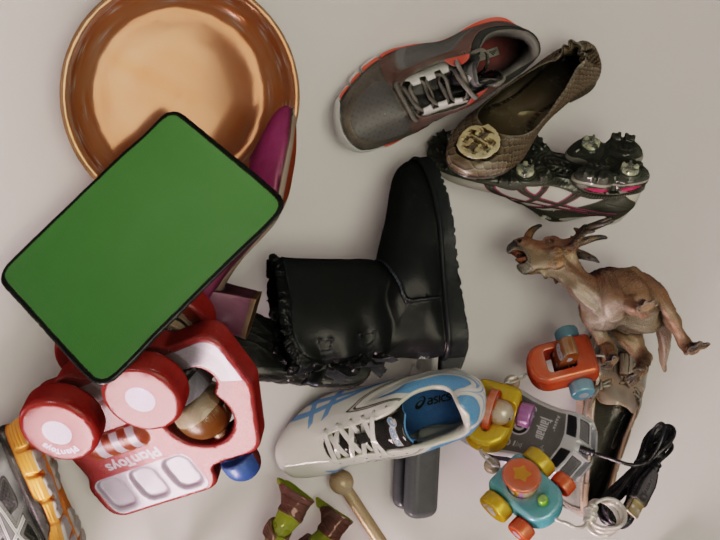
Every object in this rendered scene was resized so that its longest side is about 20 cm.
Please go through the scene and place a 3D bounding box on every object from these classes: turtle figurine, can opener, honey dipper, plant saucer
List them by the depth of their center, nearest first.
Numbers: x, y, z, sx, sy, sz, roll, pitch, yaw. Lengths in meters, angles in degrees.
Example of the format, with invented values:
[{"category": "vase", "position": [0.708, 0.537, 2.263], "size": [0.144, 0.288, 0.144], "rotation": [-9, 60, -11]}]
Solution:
[{"category": "plant saucer", "position": [-0.151, -0.145, 1.135], "size": [0.200, 0.037, 0.201], "rotation": [-3, 99, -18]}, {"category": "turtle figurine", "position": [-0.087, 0.268, 1.203], "size": [0.200, 0.064, 0.161], "rotation": [32, 87, -20]}, {"category": "can opener", "position": [0.064, 0.125, 1.239], "size": [0.066, 0.053, 0.200], "rotation": [4, 97, -20]}, {"category": "honey dipper", "position": [0.030, 0.265, 1.259], "size": [0.038, 0.038, 0.200], "rotation": [-33, 105, -11]}]

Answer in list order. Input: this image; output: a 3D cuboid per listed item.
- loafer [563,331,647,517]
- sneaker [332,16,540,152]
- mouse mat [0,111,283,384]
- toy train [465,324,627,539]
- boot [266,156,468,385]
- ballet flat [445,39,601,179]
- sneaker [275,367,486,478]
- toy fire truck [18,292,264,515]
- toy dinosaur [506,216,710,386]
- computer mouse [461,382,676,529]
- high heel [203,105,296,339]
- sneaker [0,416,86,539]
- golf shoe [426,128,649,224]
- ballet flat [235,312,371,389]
[{"category": "loafer", "position": [0.237, 0.138, 1.294], "size": [0.072, 0.063, 0.200], "rotation": [14, 93, -21]}, {"category": "sneaker", "position": [0.068, -0.167, 1.181], "size": [0.200, 0.082, 0.077], "rotation": [-31, 107, -12]}, {"category": "mouse mat", "position": [-0.172, -0.023, 1.057], "size": [0.200, 0.161, 0.008], "rotation": [-44, 146, -8]}, {"category": "toy train", "position": [0.165, 0.138, 1.206], "size": [0.150, 0.056, 0.200], "rotation": [-9, 59, 4]}, {"category": "boot", "position": [0.000, 0.000, 1.167], "size": [0.162, 0.073, 0.199], "rotation": [-5, 75, -13]}, {"category": "ballet flat", "position": [0.147, -0.147, 1.196], "size": [0.067, 0.046, 0.200], "rotation": [39, 58, 22]}, {"category": "sneaker", "position": [0.013, 0.135, 1.185], "size": [0.200, 0.072, 0.072], "rotation": [-20, 95, 15]}, {"category": "toy fire truck", "position": [-0.164, 0.115, 1.105], "size": [0.200, 0.112, 0.168], "rotation": [-20, 121, 23]}, {"category": "toy dinosaur", "position": [0.236, 0.021, 1.238], "size": [0.086, 0.136, 0.200], "rotation": [-41, 137, 24]}, {"category": "computer mouse", "position": [0.179, 0.159, 1.250], "size": [0.200, 0.044, 0.110], "rotation": [20, 68, 19]}, {"category": "high heel", "position": [-0.114, -0.046, 1.117], "size": [0.096, 0.067, 0.200], "rotation": [16, 95, 2]}, {"category": "sneaker", "position": [-0.277, 0.221, 1.133], "size": [0.077, 0.078, 0.200], "rotation": [-17, 100, -2]}, {"category": "golf shoe", "position": [0.156, -0.079, 1.226], "size": [0.200, 0.077, 0.088], "rotation": [7, 140, 1]}, {"category": "ballet flat", "position": [-0.086, 0.071, 1.186], "size": [0.200, 0.057, 0.067], "rotation": [14, 73, -14]}]
